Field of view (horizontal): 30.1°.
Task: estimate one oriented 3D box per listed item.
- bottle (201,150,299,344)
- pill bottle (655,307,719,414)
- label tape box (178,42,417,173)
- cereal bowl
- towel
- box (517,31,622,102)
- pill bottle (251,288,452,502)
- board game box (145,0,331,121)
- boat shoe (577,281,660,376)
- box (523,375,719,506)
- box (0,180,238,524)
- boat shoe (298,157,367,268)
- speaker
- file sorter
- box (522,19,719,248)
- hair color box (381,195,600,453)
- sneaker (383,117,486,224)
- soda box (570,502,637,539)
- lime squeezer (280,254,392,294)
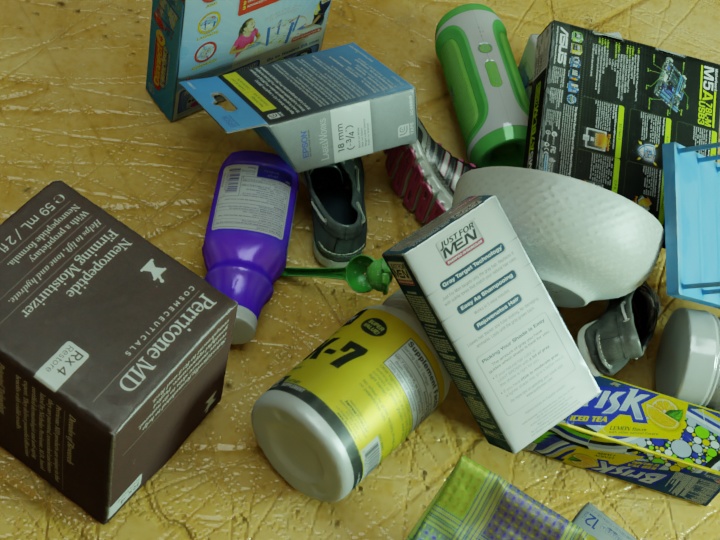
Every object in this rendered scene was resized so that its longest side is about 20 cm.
[{"bbox_3d":[-0.110,-0.024,1.294,0.083,0.065,0.201,7,53,-1],"label":"bottle"},{"bbox_3d":[0.393,0.102,1.287,0.198,0.114,0.115,10,53,-5],"label":"pill bottle"},{"bbox_3d":[-0.063,-0.159,1.342,0.199,0.064,0.144,-16,33,-20],"label":"label tape box"},{"bbox_3d":[0.174,-0.020,1.242,0.199,0.200,0.084,18,78,0],"label":"cereal bowl"},{"bbox_3d":[0.130,0.264,1.117,0.199,0.023,0.144,34,91,15],"label":"towel"},{"bbox_3d":[0.247,-0.149,1.445,0.112,0.102,0.201,-4,55,-15],"label":"box"},{"bbox_3d":[0.008,0.103,1.198,0.114,0.115,0.200,39,55,16],"label":"pill bottle"},{"bbox_3d":[-0.121,-0.271,1.391,0.199,0.196,0.056,-27,64,-29],"label":"board game box"},{"bbox_3d":[0.263,0.048,1.288,0.200,0.057,0.067,-37,107,-60],"label":"boat shoe"},{"bbox_3d":[0.242,0.150,1.249,0.199,0.064,0.070,18,53,0],"label":"box"},{"bbox_3d":[-0.236,0.068,1.135,0.199,0.165,0.166,33,54,12],"label":"box"},{"bbox_3d":[-0.026,-0.097,1.368,0.072,0.062,0.201,0,53,-9],"label":"boat shoe"},{"bbox_3d":[0.138,-0.195,1.461,0.088,0.089,0.201,-3,55,-15],"label":"speaker"},{"bbox_3d":[0.379,-0.040,1.252,0.199,0.122,0.140,11,76,-52],"label":"file sorter"},{"bbox_3d":[0.262,-0.133,1.335,0.192,0.048,0.202,13,70,-14],"label":"box"},{"bbox_3d":[0.114,0.045,1.159,0.100,0.060,0.201,-32,101,-14],"label":"hair color box"},{"bbox_3d":[0.097,-0.088,1.386,0.087,0.074,0.201,-23,67,-26],"label":"sneaker"},{"bbox_3d":[0.248,0.294,1.144,0.200,0.064,0.068,37,55,14],"label":"soda box"},{"bbox_3d":[0.000,0.000,1.250,0.070,0.200,0.038,19,83,-30],"label":"lime squeezer"}]
